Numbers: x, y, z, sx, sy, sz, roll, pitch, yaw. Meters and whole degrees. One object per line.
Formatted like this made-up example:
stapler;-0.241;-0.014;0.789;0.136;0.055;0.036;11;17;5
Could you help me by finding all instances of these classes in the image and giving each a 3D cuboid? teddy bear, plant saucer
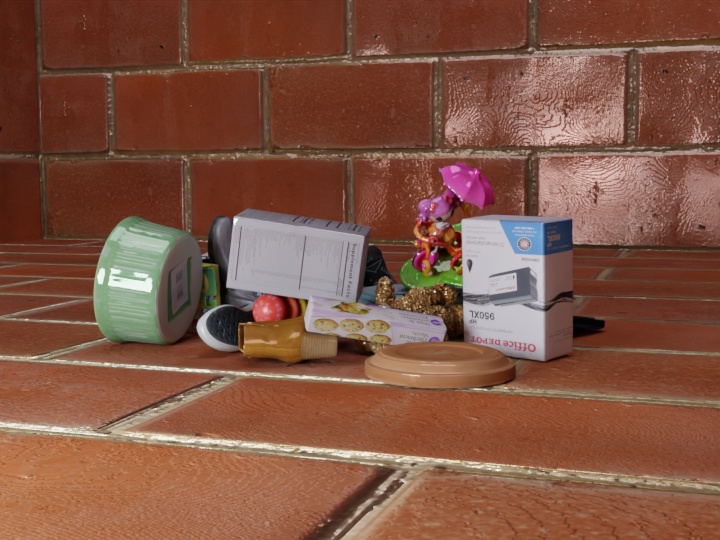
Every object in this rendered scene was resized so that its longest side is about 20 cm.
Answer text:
teddy bear;0.079;0.065;1.547;0.199;0.145;0.067;2;-38;-21
plant saucer;0.105;0.121;1.360;0.200;0.032;0.200;0;6;0

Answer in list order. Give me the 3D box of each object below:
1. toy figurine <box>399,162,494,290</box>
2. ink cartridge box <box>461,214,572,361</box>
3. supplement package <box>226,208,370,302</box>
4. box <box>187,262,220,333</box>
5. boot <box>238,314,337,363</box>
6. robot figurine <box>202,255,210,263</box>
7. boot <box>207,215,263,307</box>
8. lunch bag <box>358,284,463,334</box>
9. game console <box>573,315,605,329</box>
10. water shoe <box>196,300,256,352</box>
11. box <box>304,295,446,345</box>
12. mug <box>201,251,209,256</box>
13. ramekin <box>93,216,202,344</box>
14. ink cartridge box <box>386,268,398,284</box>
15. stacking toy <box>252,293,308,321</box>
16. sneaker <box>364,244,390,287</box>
toy figurine;0.142;-0.079;1.612;0.200;0.184;0.150;-22;45;-9
ink cartridge box;0.228;0.023;1.500;0.144;0.201;0.084;4;10;41
supplement package;-0.092;-0.021;1.574;0.199;0.114;0.110;9;11;4
box;-0.301;0.042;1.751;0.200;0.118;0.048;6;11;44
boot;-0.106;0.086;1.506;0.144;0.071;0.201;3;11;-3
robot figurine;-0.232;0.018;1.845;0.199;0.145;0.058;-8;43;-9
boot;-0.180;0.004;1.726;0.131;0.201;0.070;-1;13;32
lunch bag;0.099;0.065;1.698;0.199;0.077;0.160;-3;6;-28
game console;0.292;0.029;1.707;0.170;0.119;0.200;4;-2;43
water shoe;-0.199;0.094;1.577;0.079;0.072;0.200;-25;-7;26
box;0.021;0.075;1.451;0.199;0.042;0.039;11;25;-14
mug;-0.235;0.011;1.972;0.186;0.150;0.153;-7;9;37
ramekin;-0.324;0.021;1.605;0.097;0.201;0.200;9;8;13
ink cartridge box;-0.027;0.012;1.829;0.197;0.047;0.200;-8;54;-47
stacking toy;-0.097;0.063;1.626;0.085;0.086;0.200;3;3;30
sneaker;0.000;0.000;1.743;0.075;0.079;0.200;-37;-14;23
